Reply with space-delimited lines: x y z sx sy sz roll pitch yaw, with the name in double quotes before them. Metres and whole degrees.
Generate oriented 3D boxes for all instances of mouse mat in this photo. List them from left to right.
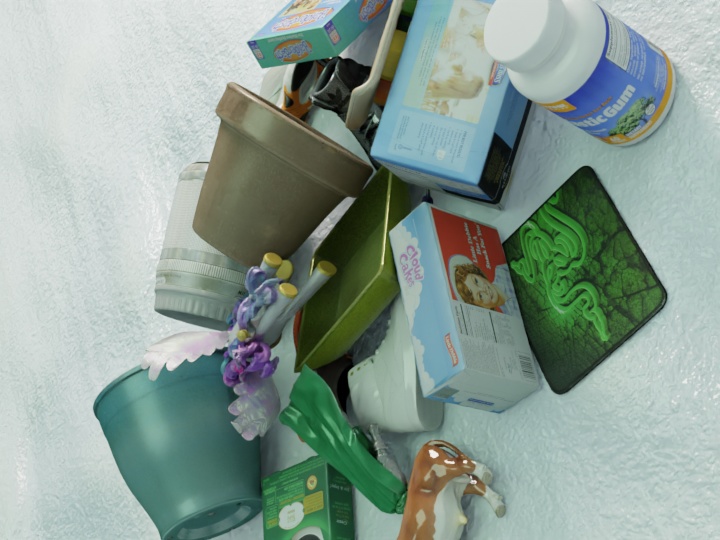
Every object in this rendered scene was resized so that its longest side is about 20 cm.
"mouse mat" 0.219 0.008 1.370 0.161 0.007 0.201 -46 45 26

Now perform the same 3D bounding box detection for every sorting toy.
"sorting toy" 0.038 -0.262 1.481 0.185 0.036 0.202 119 173 -83

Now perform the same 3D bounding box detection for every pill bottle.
"pill bottle" 0.215 -0.207 1.312 0.111 0.199 0.114 -21 60 41

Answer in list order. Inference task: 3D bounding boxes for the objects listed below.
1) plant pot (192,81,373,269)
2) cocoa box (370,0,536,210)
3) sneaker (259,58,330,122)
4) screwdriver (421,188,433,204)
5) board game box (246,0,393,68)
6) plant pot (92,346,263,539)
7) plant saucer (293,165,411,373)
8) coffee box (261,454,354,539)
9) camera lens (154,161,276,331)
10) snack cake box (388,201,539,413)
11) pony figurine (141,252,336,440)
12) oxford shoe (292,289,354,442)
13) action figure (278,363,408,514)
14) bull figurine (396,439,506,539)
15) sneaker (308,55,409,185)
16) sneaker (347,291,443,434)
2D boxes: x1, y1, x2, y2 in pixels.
"plant pot" -0.110 -0.097 1.554 0.200 0.199 0.176 37 97 48
"cocoa box" 0.113 -0.188 1.437 0.132 0.131 0.203 17 87 21
"sneaker" -0.112 -0.213 1.781 0.201 0.075 0.092 -59 34 2
"screwdriver" 0.078 -0.101 1.555 0.029 0.027 0.203 125 148 -61
"board game box" -0.030 -0.335 1.673 0.151 0.045 0.200 2 41 48
"plant pot" -0.207 0.223 1.622 0.200 0.199 0.190 -38 62 31
"plant saucer" 0.000 0.000 1.524 0.200 0.047 0.202 -50 23 39
"coffee box" -0.059 0.322 1.522 0.122 0.044 0.203 -28 55 38
"camera lens" -0.173 -0.031 1.698 0.159 0.159 0.203 2 76 48
"snack cake box" 0.107 0.039 1.393 0.067 0.114 0.202 -38 50 38
"pony figurine" -0.125 0.081 1.498 0.166 0.193 0.201 37 116 11
"oxford shoe" -0.039 0.107 1.584 0.072 0.071 0.203 -9 61 14
"action figure" -0.002 0.201 1.458 0.200 0.054 0.119 45 146 19
"bull figurine" 0.081 0.279 1.370 0.120 0.065 0.203 4 84 40
"sneaker" 0.000 -0.185 1.604 0.075 0.113 0.201 -45 47 26
"sneaker" 0.033 0.085 1.493 0.115 0.073 0.203 -14 66 41
